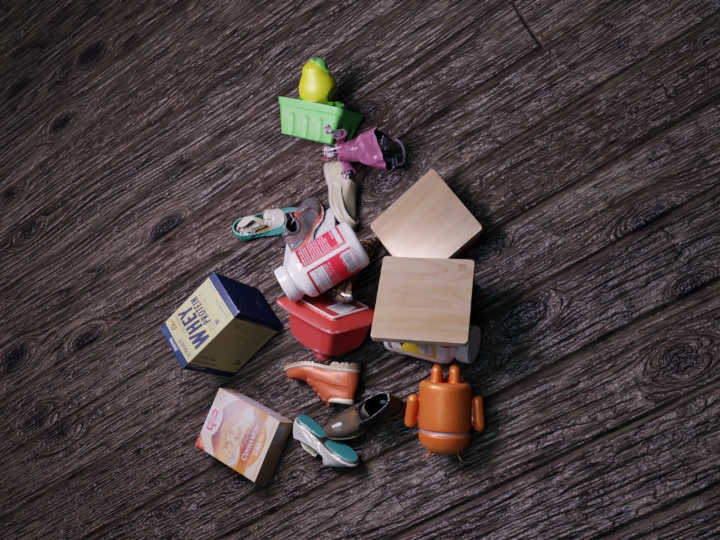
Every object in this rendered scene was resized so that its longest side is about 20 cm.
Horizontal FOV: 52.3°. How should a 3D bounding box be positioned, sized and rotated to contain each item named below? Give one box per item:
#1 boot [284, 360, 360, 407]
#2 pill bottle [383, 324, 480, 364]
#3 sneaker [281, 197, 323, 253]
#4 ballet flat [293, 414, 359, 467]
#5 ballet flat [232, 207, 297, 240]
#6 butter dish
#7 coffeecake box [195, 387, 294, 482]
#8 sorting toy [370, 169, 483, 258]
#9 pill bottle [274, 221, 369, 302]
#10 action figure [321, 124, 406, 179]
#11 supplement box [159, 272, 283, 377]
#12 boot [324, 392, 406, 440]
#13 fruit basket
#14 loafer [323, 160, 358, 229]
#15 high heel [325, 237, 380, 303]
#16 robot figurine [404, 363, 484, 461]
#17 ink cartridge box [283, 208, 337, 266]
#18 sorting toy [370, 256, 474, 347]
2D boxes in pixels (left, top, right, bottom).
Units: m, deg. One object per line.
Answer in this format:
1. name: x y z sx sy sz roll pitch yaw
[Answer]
1. boot: -0.097 0.267 1.736 0.198 0.075 0.109 1 84 27
2. pill bottle: 0.159 0.144 1.621 0.198 0.111 0.113 12 82 27
3. sneaker: -0.148 -0.129 1.817 0.077 0.082 0.201 -27 33 27
4. ballet flat: -0.083 0.411 1.700 0.199 0.069 0.070 30 90 33
5. ballet flat: -0.250 -0.123 1.911 0.198 0.070 0.068 -15 70 21
6. butter dish: -0.077 0.140 1.715 0.198 0.199 0.149 25 114 35
7. coffeecake box: -0.283 0.398 1.788 0.199 0.073 0.155 21 87 29
8. sorting toy: 0.158 -0.091 1.700 0.200 0.069 0.199 -41 62 10
9. pill bottle: -0.088 -0.014 1.647 0.199 0.112 0.113 -30 65 -1
10. action figure: -0.009 -0.300 1.788 0.198 0.149 0.136 3 110 33
11. supplement box: -0.341 0.140 1.811 0.200 0.200 0.135 -44 62 10
12. boot: -0.003 0.319 1.644 0.198 0.097 0.075 -23 60 8
13. fruit basket: -0.103 -0.431 1.872 0.213 0.155 0.219 1 91 29
14. loafer: -0.039 -0.194 1.826 0.068 0.075 0.202 -27 66 23
15. high heel: 0.000 0.000 1.722 0.199 0.072 0.142 -39 36 -16
16. robot figurine: 0.178 0.302 1.560 0.116 0.142 0.203 -3 85 59
17. ink cartridge box: -0.114 -0.057 1.813 0.162 0.057 0.201 -32 24 17
18. sorting toy: 0.136 0.075 1.555 0.197 0.070 0.201 3 57 12
